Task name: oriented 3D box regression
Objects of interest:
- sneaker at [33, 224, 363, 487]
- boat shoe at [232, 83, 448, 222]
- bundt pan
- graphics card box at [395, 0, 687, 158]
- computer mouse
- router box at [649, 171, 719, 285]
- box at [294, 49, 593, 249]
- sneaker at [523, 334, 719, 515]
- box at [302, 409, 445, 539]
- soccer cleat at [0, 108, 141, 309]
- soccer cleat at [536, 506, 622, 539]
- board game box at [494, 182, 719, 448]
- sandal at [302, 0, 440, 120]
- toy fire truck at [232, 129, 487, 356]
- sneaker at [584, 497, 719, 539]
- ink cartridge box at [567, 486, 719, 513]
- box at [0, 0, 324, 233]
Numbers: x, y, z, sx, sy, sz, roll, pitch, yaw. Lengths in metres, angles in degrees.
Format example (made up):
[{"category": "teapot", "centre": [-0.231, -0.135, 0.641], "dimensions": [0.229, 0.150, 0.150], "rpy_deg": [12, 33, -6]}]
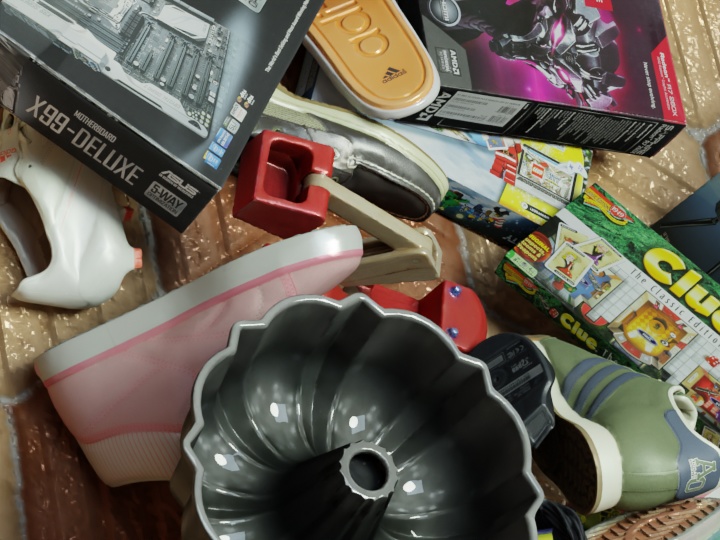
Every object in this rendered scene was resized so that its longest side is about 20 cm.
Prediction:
[{"category": "sneaker", "centre": [-0.073, 0.054, 1.457], "dimensions": [0.105, 0.199, 0.075], "rpy_deg": [66, 13, 5]}, {"category": "boat shoe", "centre": [-0.043, -0.068, 1.610], "dimensions": [0.199, 0.073, 0.065], "rpy_deg": [23, 62, -12]}, {"category": "bundt pan", "centre": [-0.011, 0.117, 1.378], "dimensions": [0.201, 0.076, 0.203], "rpy_deg": [12, 60, -21]}, {"category": "graphics card box", "centre": [0.109, -0.147, 1.707], "dimensions": [0.199, 0.051, 0.126], "rpy_deg": [7, 61, -28]}, {"category": "computer mouse", "centre": [0.098, 0.108, 1.500], "dimensions": [0.034, 0.058, 0.201], "rpy_deg": [47, 19, -37]}, {"category": "router box", "centre": [0.282, 0.022, 1.706], "dimensions": [0.062, 0.150, 0.201], "rpy_deg": [-10, 69, -36]}, {"category": "box", "centre": [0.058, -0.105, 1.708], "dimensions": [0.199, 0.038, 0.137], "rpy_deg": [27, 53, -17]}, {"category": "sneaker", "centre": [0.152, 0.090, 1.562], "dimensions": [0.089, 0.200, 0.068], "rpy_deg": [-2, 108, -10]}, {"category": "box", "centre": [-0.004, 0.197, 1.454], "dimensions": [0.122, 0.106, 0.201], "rpy_deg": [16, 57, -22]}, {"category": "soccer cleat", "centre": [-0.181, -0.074, 1.523], "dimensions": [0.077, 0.069, 0.201], "rpy_deg": [-4, 69, -30]}, {"category": "soccer cleat", "centre": [0.149, 0.174, 1.539], "dimensions": [0.199, 0.065, 0.084], "rpy_deg": [14, 90, 7]}, {"category": "board game box", "centre": [0.188, 0.035, 1.639], "dimensions": [0.200, 0.024, 0.105], "rpy_deg": [40, 45, 14]}, {"category": "sandal", "centre": [-0.014, -0.175, 1.635], "dimensions": [0.079, 0.059, 0.207], "rpy_deg": [-26, 50, -17]}, {"category": "toy fire truck", "centre": [0.000, 0.000, 1.545], "dimensions": [0.199, 0.141, 0.049], "rpy_deg": [21, 55, -21]}, {"category": "sneaker", "centre": [0.141, 0.194, 1.467], "dimensions": [0.200, 0.071, 0.080], "rpy_deg": [-31, 110, -39]}, {"category": "ink cartridge box", "centre": [0.245, 0.183, 1.634], "dimensions": [0.146, 0.083, 0.201], "rpy_deg": [-27, 80, -39]}, {"category": "box", "centre": [-0.120, -0.139, 1.519], "dimensions": [0.157, 0.050, 0.200], "rpy_deg": [36, 44, -9]}]
